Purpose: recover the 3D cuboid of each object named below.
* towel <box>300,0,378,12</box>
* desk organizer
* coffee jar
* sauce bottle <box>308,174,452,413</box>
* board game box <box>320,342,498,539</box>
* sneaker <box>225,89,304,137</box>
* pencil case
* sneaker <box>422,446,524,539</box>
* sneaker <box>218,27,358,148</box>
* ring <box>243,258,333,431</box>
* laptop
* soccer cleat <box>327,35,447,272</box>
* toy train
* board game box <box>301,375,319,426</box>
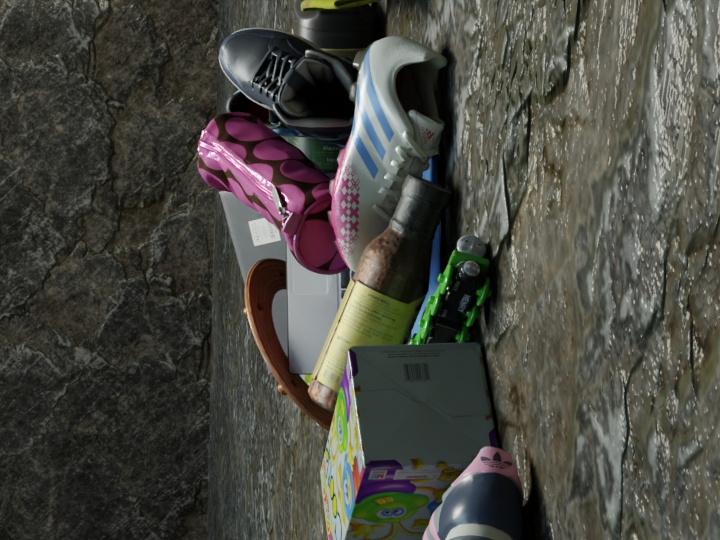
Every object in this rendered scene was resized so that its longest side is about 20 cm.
[{"bbox_3d":[0.000,-0.251,1.464,0.200,0.085,0.018,-138,31,-76],"label":"towel"},{"bbox_3d":[-0.076,0.000,1.694,0.077,0.071,0.202,-20,-84,-57],"label":"desk organizer"},{"bbox_3d":[-0.030,-0.183,1.635,0.104,0.085,0.202,-106,17,-63],"label":"coffee jar"},{"bbox_3d":[0.020,0.022,1.298,0.066,0.066,0.201,-125,58,-73],"label":"sauce bottle"},{"bbox_3d":[0.033,0.153,1.247,0.201,0.104,0.104,102,163,-55],"label":"board game box"},{"bbox_3d":[-0.046,-0.155,1.522,0.199,0.090,0.079,-4,97,39],"label":"sneaker"},{"bbox_3d":[-0.076,-0.075,1.429,0.200,0.093,0.091,37,118,47],"label":"pencil case"},{"bbox_3d":[0.079,0.191,1.142,0.200,0.070,0.083,115,169,-62],"label":"sneaker"},{"bbox_3d":[-0.063,-0.171,1.412,0.077,0.202,0.146,-61,-20,5],"label":"sneaker"},{"bbox_3d":[-0.051,0.078,1.578,0.200,0.019,0.201,44,-153,-30],"label":"ring"},{"bbox_3d":[0.000,0.000,1.413,0.116,0.198,0.189,3,-94,-66],"label":"laptop"},{"bbox_3d":[0.026,-0.092,1.317,0.086,0.070,0.202,12,100,42],"label":"soccer cleat"},{"bbox_3d":[0.063,0.043,1.240,0.201,0.041,0.057,110,175,-52],"label":"toy train"},{"bbox_3d":[-0.043,0.087,1.843,0.200,0.047,0.152,-155,65,-79],"label":"board game box"}]
